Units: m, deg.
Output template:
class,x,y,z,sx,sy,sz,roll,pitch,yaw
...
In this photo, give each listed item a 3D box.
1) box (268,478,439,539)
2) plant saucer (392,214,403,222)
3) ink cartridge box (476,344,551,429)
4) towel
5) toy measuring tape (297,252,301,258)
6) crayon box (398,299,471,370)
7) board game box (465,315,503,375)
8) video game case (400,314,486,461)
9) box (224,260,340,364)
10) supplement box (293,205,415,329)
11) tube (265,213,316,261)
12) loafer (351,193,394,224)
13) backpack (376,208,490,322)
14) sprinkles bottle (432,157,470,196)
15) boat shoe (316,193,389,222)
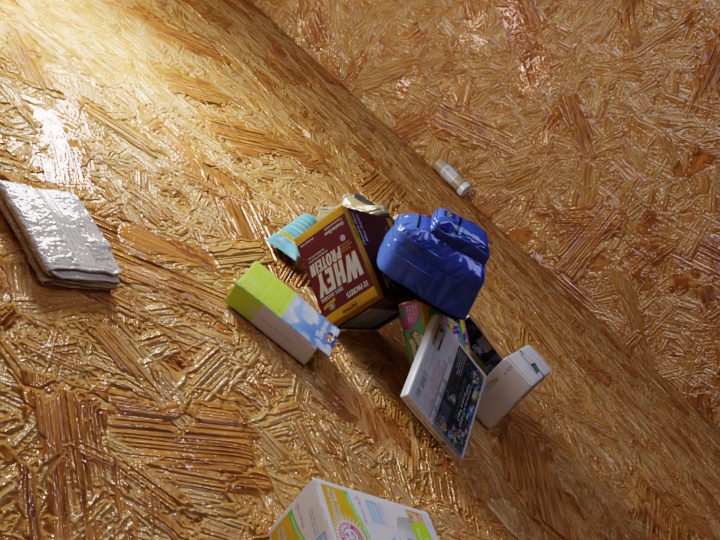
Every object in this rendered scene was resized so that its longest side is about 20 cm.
class,x,y,z,sx,sy,sz,roll,pitch,yaw
box,0.002,0.345,0.901,0.198,0.102,0.113,28,22,-33
plant saucer,0.151,-0.060,1.795,0.201,0.037,0.200,50,2,-2
ink cartridge box,0.327,0.254,1.666,0.086,0.147,0.199,46,20,15
towel,-0.423,-0.052,1.057,0.201,0.035,0.132,50,20,25
toy measuring tape,-0.079,-0.039,1.636,0.073,0.074,0.200,40,16,2
crayon box,0.156,0.153,1.510,0.171,0.057,0.205,-8,86,-56
board game box,0.234,0.129,1.724,0.200,0.056,0.166,48,6,-40
video game case,0.160,0.217,1.409,0.183,0.023,0.202,50,43,-23
box,-0.132,0.078,1.314,0.199,0.048,0.122,40,19,-5
supplement box,0.000,0.000,1.530,0.198,0.131,0.201,8,55,-58
tube,-0.144,-0.073,1.638,0.076,0.051,0.200,29,23,1
loafer,0.045,-0.099,1.727,0.201,0.068,0.071,45,36,-8
backpack,0.138,-0.031,1.429,0.196,0.171,0.163,25,14,0
sprinkles bottle,0.422,-0.432,3.488,0.201,0.069,0.068,49,21,21
boat shoe,-0.023,-0.133,1.661,0.071,0.196,0.078,6,78,-54
